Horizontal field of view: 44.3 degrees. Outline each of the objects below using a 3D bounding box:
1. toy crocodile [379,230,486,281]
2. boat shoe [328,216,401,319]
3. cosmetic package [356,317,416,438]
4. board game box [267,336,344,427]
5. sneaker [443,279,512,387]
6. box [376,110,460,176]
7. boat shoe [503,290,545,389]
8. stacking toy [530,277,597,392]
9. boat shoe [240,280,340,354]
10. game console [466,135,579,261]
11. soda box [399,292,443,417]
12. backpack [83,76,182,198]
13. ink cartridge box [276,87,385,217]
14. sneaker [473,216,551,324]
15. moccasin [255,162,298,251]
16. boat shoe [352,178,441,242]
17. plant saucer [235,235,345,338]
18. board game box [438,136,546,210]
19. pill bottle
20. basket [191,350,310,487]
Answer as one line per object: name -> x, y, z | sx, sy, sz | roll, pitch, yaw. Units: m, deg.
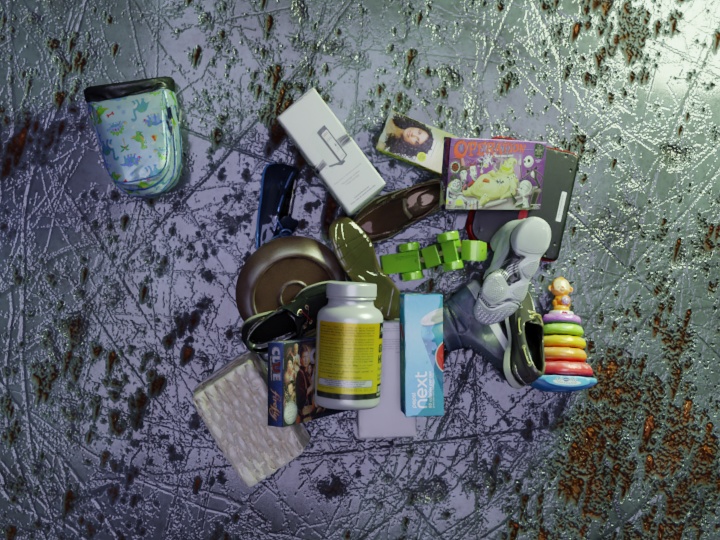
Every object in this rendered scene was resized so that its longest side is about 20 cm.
toy crocodile -> 0.125, -0.024, 1.550 | 0.198, 0.062, 0.069 | -13, 87, 26
boat shoe -> 0.001, 0.000, 1.553 | 0.072, 0.066, 0.202 | -38, 99, -22
cosmetic package -> 0.044, 0.187, 1.553 | 0.106, 0.085, 0.203 | 0, 91, -1
board game box -> -0.084, 0.182, 1.499 | 0.034, 0.199, 0.138 | 0, 91, 32
sneaker -> 0.190, 0.141, 1.560 | 0.145, 0.077, 0.204 | -29, 91, -3
box -> 0.132, -0.209, 1.556 | 0.198, 0.050, 0.076 | 22, 91, 7
boat shoe -> 0.288, 0.109, 1.521 | 0.060, 0.203, 0.071 | -28, 128, 37
stacking toy -> 0.356, 0.111, 1.565 | 0.114, 0.110, 0.203 | 4, 79, 0
boat shoe -> -0.107, 0.083, 1.505 | 0.199, 0.063, 0.074 | -25, 112, -8
game console -> 0.290, -0.130, 1.590 | 0.174, 0.031, 0.203 | 12, 90, -5
soda box -> 0.102, 0.140, 1.484 | 0.067, 0.064, 0.203 | -1, 90, -5
backpack -> -0.382, -0.224, 1.520 | 0.161, 0.154, 0.203 | -9, 103, -8
ink cartridge box -> -0.049, -0.198, 1.517 | 0.084, 0.146, 0.201 | -38, 90, 1
sneaker -> 0.253, -0.004, 1.521 | 0.074, 0.115, 0.202 | 28, 97, -8
moccasin -> -0.142, -0.088, 1.545 | 0.067, 0.080, 0.203 | 2, 91, 11
boat shoe -> 0.072, -0.111, 1.557 | 0.201, 0.075, 0.075 | -28, 91, -1
plant saucer -> -0.117, 0.041, 1.536 | 0.197, 0.032, 0.203 | -6, 111, -15
board game box -> 0.228, -0.164, 1.513 | 0.197, 0.032, 0.122 | -2, 97, -26
pill bottle -> -0.019, 0.122, 1.459 | 0.111, 0.112, 0.203 | 3, 92, -2
basket -> -0.191, 0.256, 1.526 | 0.135, 0.123, 0.201 | -33, 91, -1
